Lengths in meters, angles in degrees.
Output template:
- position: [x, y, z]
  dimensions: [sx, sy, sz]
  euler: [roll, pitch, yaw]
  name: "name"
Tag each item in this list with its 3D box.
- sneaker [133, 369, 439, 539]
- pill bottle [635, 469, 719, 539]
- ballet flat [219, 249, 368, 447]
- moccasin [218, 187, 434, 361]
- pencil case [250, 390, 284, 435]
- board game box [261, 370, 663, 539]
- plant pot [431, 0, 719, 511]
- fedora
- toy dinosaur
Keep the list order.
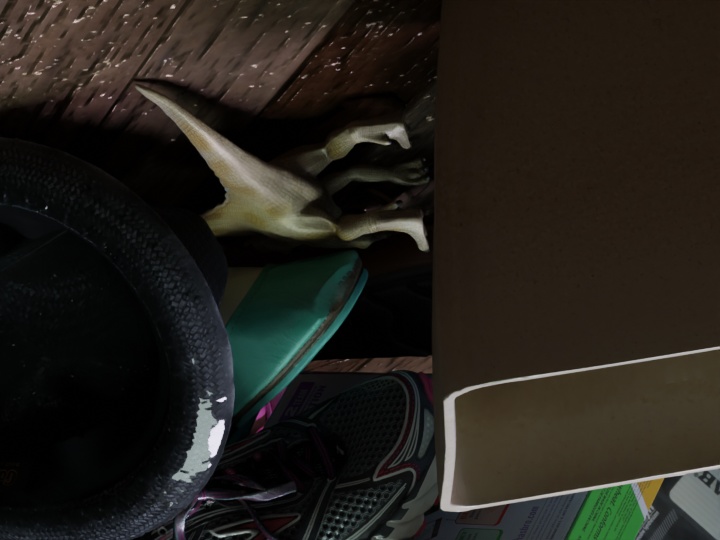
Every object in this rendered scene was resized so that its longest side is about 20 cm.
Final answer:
- position: [-0.051, 0.104, 1.174]
  dimensions: [0.199, 0.081, 0.075]
  euler: [-33, 133, 5]
  name: "sneaker"
- position: [0.126, 0.066, 1.301]
  dimensions: [0.106, 0.200, 0.106]
  euler: [-46, 167, -14]
  name: "pill bottle"
- position: [-0.064, 0.041, 1.219]
  dimensions: [0.070, 0.067, 0.200]
  euler: [35, 140, -1]
  name: "ballet flat"
- position: [0.001, 0.001, 1.270]
  dimensions: [0.200, 0.078, 0.074]
  euler: [-13, 142, 28]
  name: "moccasin"
- position: [-0.120, 0.101, 1.543]
  dimensions: [0.093, 0.091, 0.200]
  euler: [-15, 173, -34]
  name: "pencil case"
- position: [0.023, 0.112, 1.214]
  dimensions: [0.199, 0.153, 0.040]
  euler: [-1, 136, 40]
  name: "board game box"
- position: [0.111, -0.035, 0.983]
  dimensions: [0.198, 0.178, 0.200]
  euler: [-10, 165, -1]
  name: "plant pot"
- position: [-0.124, 0.018, 1.150]
  dimensions: [0.200, 0.201, 0.092]
  euler: [-19, -166, 34]
  name: "fedora"
- position: [-0.026, -0.030, 1.157]
  dimensions: [0.101, 0.059, 0.200]
  euler: [-10, 165, 8]
  name: "toy dinosaur"
